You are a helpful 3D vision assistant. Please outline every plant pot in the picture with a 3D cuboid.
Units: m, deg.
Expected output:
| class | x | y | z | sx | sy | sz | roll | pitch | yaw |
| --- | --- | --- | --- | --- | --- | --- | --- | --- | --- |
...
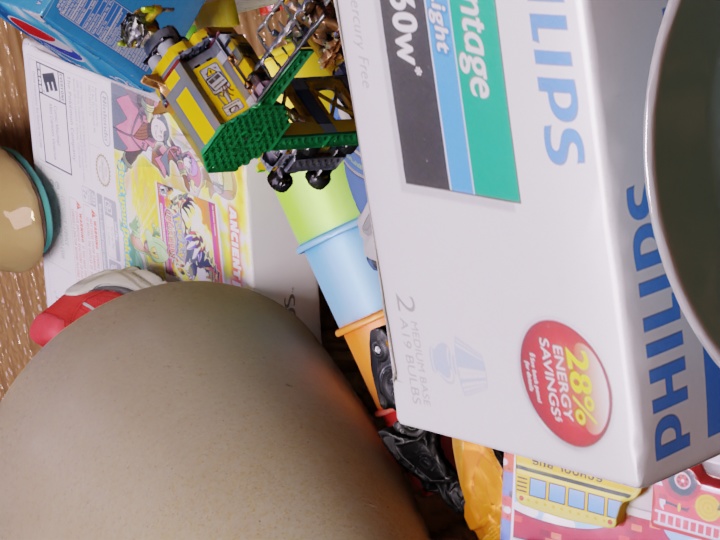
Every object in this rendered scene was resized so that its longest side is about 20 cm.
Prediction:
| class | x | y | z | sx | sy | sz | roll | pitch | yaw |
| --- | --- | --- | --- | --- | --- | --- | --- | --- | --- |
| plant pot | -0.043 | 0.128 | 1.186 | 0.200 | 0.186 | 0.189 | 38 | 135 | 54 |

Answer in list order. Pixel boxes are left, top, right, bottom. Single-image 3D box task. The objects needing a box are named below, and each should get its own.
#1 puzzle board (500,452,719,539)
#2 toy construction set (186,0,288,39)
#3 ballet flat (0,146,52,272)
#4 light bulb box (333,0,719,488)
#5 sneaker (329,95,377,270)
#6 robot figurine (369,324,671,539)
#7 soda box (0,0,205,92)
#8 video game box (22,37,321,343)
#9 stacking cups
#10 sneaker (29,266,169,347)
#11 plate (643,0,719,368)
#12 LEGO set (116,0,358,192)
| class | x | y | z | sx | sy | sz | roll | pitch | yaw |
| --- | --- | --- | --- | --- | --- | --- | --- | --- | --- |
| puzzle board | 0.139 | 0.089 | 1.034 | 0.199 | 0.017 | 0.152 | 12 | 113 | 29 |
| toy construction set | -0.094 | -0.130 | 1.199 | 0.199 | 0.131 | 0.093 | 8 | 109 | 38 |
| ballet flat | -0.213 | -0.036 | 1.434 | 0.200 | 0.063 | 0.069 | -153 | 53 | -64 |
| light bulb box | 0.107 | -0.061 | 0.909 | 0.124 | 0.199 | 0.200 | 11 | 115 | 51 |
| sneaker | 0.045 | -0.067 | 1.098 | 0.200 | 0.075 | 0.077 | -35 | 77 | 51 |
| robot figurine | 0.082 | 0.075 | 1.127 | 0.145 | 0.058 | 0.201 | -41 | 73 | 45 |
| soda box | -0.070 | -0.175 | 1.078 | 0.068 | 0.064 | 0.201 | 22 | 81 | 50 |
| video game box | -0.089 | -0.002 | 1.340 | 0.182 | 0.047 | 0.201 | 27 | 128 | 47 |
| stacking cups | 0.000 | 0.000 | 1.204 | 0.060 | 0.060 | 0.201 | -24 | 86 | 55 |
| sneaker | -0.118 | 0.098 | 1.318 | 0.077 | 0.085 | 0.201 | 16 | 121 | 50 |
| plate | 0.160 | -0.048 | 0.846 | 0.026 | 0.199 | 0.202 | 15 | 119 | 58 |
| LEGO set | -0.008 | -0.136 | 1.020 | 0.116 | 0.153 | 0.200 | 56 | 134 | 23 |
